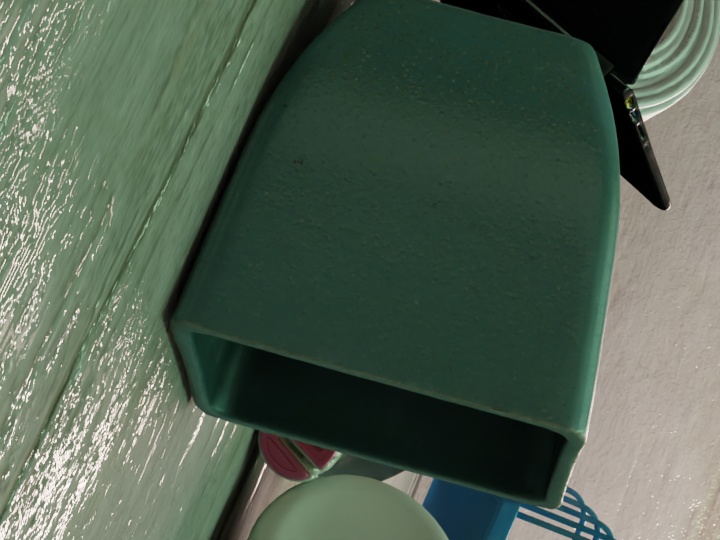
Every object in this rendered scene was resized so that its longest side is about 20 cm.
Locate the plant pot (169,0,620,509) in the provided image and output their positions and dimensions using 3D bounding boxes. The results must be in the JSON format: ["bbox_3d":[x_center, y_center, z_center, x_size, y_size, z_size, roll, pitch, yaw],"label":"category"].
[{"bbox_3d":[0.034,-0.018,1.230,0.196,0.194,0.201,89,18,-75],"label":"plant pot"}]

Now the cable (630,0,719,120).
[{"bbox_3d":[0.150,-0.191,1.667,0.199,0.201,0.069,-28,-175,-32],"label":"cable"}]

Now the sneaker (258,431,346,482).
[{"bbox_3d":[-0.004,0.048,1.648,0.201,0.073,0.087,-64,173,-7],"label":"sneaker"}]

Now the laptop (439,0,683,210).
[{"bbox_3d":[0.119,-0.167,1.299,0.116,0.187,0.200,-41,149,-6],"label":"laptop"}]

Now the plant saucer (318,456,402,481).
[{"bbox_3d":[0.039,0.088,1.922,0.200,0.027,0.200,-34,-159,15],"label":"plant saucer"}]

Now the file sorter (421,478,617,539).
[{"bbox_3d":[0.107,0.220,1.769,0.200,0.122,0.140,-130,-117,-78],"label":"file sorter"}]

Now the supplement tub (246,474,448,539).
[{"bbox_3d":[-0.027,0.240,1.665,0.146,0.145,0.200,-65,-179,-37],"label":"supplement tub"}]
